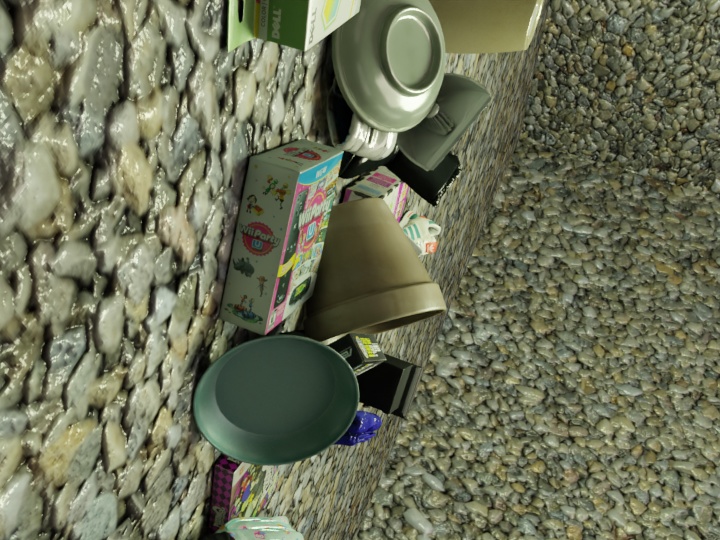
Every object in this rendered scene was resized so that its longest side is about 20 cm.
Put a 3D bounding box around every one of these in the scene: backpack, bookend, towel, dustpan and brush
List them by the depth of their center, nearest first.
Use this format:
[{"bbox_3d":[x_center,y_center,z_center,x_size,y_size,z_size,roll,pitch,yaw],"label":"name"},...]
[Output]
[{"bbox_3d":[-0.150,0.421,1.114,0.199,0.127,0.167,13,124,-47],"label":"backpack"},{"bbox_3d":[0.080,-0.238,1.142,0.057,0.200,0.140,37,95,-35],"label":"dustpan and brush"},{"bbox_3d":[-0.051,0.238,1.175,0.200,0.147,0.050,52,31,-75],"label":"towel"},{"bbox_3d":[-0.020,0.168,1.248,0.199,0.199,0.093,10,99,-78],"label":"bookend"}]

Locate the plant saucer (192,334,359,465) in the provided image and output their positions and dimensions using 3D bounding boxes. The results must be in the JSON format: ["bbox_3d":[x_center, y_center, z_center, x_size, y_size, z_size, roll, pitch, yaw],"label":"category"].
[{"bbox_3d":[-0.102,0.152,0.969,0.036,0.199,0.201,-108,-154,-58],"label":"plant saucer"}]

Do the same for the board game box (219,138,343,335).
[{"bbox_3d":[-0.092,-0.044,0.949,0.148,0.064,0.201,-43,149,-65],"label":"board game box"}]

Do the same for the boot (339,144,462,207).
[{"bbox_3d":[0.057,-0.154,1.170,0.073,0.162,0.199,-44,-170,41],"label":"boot"}]

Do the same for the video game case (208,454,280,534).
[{"bbox_3d":[-0.168,0.311,1.202,0.181,0.036,0.201,-49,155,-55],"label":"video game case"}]

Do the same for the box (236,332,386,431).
[{"bbox_3d":[-0.072,0.150,1.080,0.199,0.044,0.160,-29,169,7],"label":"box"}]

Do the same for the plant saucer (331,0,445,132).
[{"bbox_3d":[0.052,-0.277,1.012,0.199,0.050,0.201,-8,101,-42],"label":"plant saucer"}]

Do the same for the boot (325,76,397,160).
[{"bbox_3d":[0.006,-0.250,1.043,0.095,0.073,0.201,4,87,-52],"label":"boot"}]

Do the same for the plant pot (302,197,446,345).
[{"bbox_3d":[0.000,0.000,1.106,0.200,0.199,0.174,21,51,-77],"label":"plant pot"}]

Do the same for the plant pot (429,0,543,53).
[{"bbox_3d":[0.168,-0.404,1.208,0.187,0.199,0.188,20,90,-77],"label":"plant pot"}]

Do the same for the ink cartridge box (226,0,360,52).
[{"bbox_3d":[-0.054,-0.280,0.766,0.200,0.059,0.104,-54,159,-52],"label":"ink cartridge box"}]

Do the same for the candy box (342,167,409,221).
[{"bbox_3d":[0.019,-0.092,1.345,0.200,0.061,0.137,-45,154,-63],"label":"candy box"}]

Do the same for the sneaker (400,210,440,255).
[{"bbox_3d":[0.114,-0.058,1.722,0.200,0.093,0.071,-56,160,-50],"label":"sneaker"}]

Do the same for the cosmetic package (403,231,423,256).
[{"bbox_3d":[0.017,0.023,1.299,0.200,0.052,0.151,-46,177,5],"label":"cosmetic package"}]
